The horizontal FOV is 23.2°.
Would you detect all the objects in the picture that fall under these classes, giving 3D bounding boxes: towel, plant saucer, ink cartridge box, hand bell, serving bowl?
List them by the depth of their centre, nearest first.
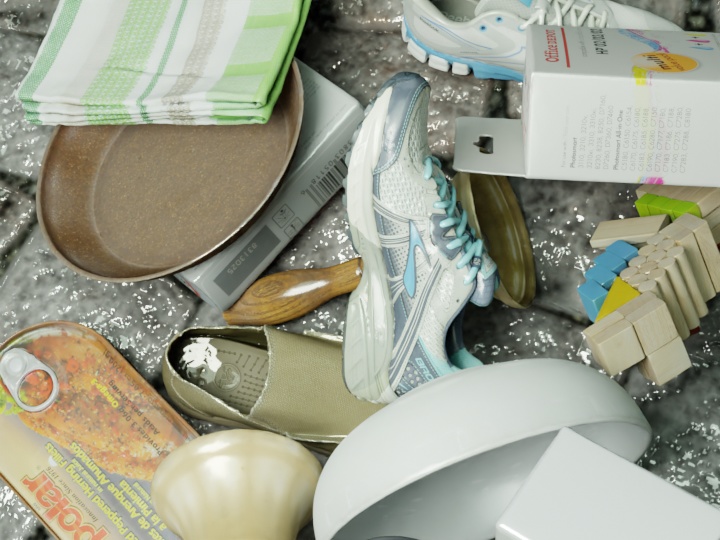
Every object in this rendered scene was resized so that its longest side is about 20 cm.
[{"bbox_3d":[-0.063,0.197,0.979,0.104,0.104,0.200,-18,42,8],"label":"hand bell"},{"bbox_3d":[0.061,0.101,0.994,0.200,0.200,0.066,-23,69,6],"label":"serving bowl"},{"bbox_3d":[0.157,-0.101,1.058,0.200,0.115,0.068,3,112,3],"label":"ink cartridge box"},{"bbox_3d":[0.000,0.000,1.118,0.200,0.104,0.104,-17,68,21],"label":"hand bell"},{"bbox_3d":[-0.118,-0.073,1.136,0.200,0.037,0.201,-15,55,23],"label":"plant saucer"},{"bbox_3d":[-0.125,-0.163,1.155,0.200,0.031,0.149,2,63,31],"label":"towel"},{"bbox_3d":[-0.101,-0.084,1.189,0.162,0.050,0.200,-47,47,-4],"label":"ink cartridge box"}]

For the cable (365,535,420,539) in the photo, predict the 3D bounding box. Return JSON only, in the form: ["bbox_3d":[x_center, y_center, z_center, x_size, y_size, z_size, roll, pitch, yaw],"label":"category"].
[{"bbox_3d":[0.014,0.216,0.888,0.200,0.051,0.163,-34,85,-3],"label":"cable"}]

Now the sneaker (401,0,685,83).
[{"bbox_3d":[0.114,-0.157,1.130,0.200,0.087,0.075,11,73,16],"label":"sneaker"}]

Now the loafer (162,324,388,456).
[{"bbox_3d":[-0.039,0.075,1.100,0.200,0.067,0.076,3,76,17],"label":"loafer"}]

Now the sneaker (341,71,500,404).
[{"bbox_3d":[0.042,-0.017,1.020,0.086,0.078,0.200,7,110,20],"label":"sneaker"}]

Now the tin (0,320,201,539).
[{"bbox_3d":[-0.169,0.119,1.135,0.112,0.042,0.200,-44,68,-6],"label":"tin"}]

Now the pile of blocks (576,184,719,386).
[{"bbox_3d":[0.180,0.008,1.051,0.082,0.062,0.200,-4,33,38],"label":"pile of blocks"}]

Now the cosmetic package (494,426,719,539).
[{"bbox_3d":[0.132,0.177,0.947,0.101,0.200,0.071,28,64,20],"label":"cosmetic package"}]
